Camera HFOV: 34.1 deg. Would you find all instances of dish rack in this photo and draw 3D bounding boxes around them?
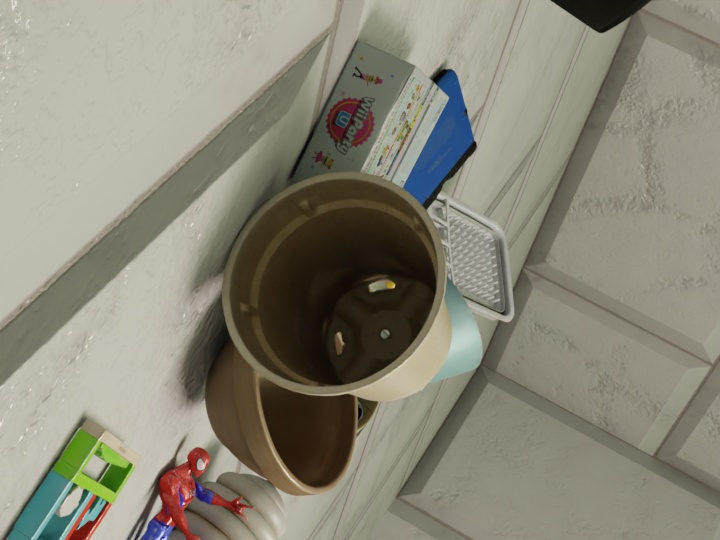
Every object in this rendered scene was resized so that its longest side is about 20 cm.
[{"bbox_3d":[0.149,-0.016,1.732,0.200,0.044,0.172,24,53,-42],"label":"dish rack"}]

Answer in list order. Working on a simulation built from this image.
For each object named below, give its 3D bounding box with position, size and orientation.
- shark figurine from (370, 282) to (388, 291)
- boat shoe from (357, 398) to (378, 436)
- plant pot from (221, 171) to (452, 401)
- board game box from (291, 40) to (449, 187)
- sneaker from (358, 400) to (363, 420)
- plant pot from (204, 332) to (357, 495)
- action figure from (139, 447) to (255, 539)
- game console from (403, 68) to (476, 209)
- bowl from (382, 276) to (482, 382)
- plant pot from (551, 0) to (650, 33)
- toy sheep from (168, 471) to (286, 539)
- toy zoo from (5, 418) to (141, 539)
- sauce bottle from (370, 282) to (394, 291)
[{"bbox_3d":[0.017,-0.008,1.378,0.214,0.089,0.128,19,78,-36],"label":"shark figurine"},{"bbox_3d":[-0.042,0.251,1.819,0.201,0.072,0.066,-53,176,-35],"label":"boat shoe"},{"bbox_3d":[0.000,0.038,1.080,0.200,0.200,0.183,-60,156,-9],"label":"plant pot"},{"bbox_3d":[0.015,-0.135,1.175,0.148,0.064,0.200,-63,169,5],"label":"board game box"},{"bbox_3d":[-0.041,0.197,1.631,0.076,0.088,0.200,-59,168,-16],"label":"sneaker"},{"bbox_3d":[-0.088,0.123,1.156,0.201,0.093,0.201,33,52,-56],"label":"plant pot"},{"bbox_3d":[-0.186,0.281,1.201,0.200,0.099,0.065,-65,169,3],"label":"action figure"},{"bbox_3d":[0.048,-0.129,1.440,0.200,0.118,0.171,-51,133,-43],"label":"game console"},{"bbox_3d":[0.064,0.082,1.645,0.105,0.201,0.201,-33,157,-23],"label":"bowl"},{"bbox_3d":[0.326,-0.435,1.538,0.200,0.199,0.177,-53,176,-36],"label":"plant pot"},{"bbox_3d":[-0.147,0.291,1.302,0.200,0.138,0.138,-51,165,-28],"label":"toy sheep"},{"bbox_3d":[-0.253,0.221,0.949,0.200,0.020,0.131,-58,168,-14],"label":"toy zoo"},{"bbox_3d":[0.001,0.056,1.550,0.200,0.065,0.065,-59,168,-15],"label":"sauce bottle"}]
